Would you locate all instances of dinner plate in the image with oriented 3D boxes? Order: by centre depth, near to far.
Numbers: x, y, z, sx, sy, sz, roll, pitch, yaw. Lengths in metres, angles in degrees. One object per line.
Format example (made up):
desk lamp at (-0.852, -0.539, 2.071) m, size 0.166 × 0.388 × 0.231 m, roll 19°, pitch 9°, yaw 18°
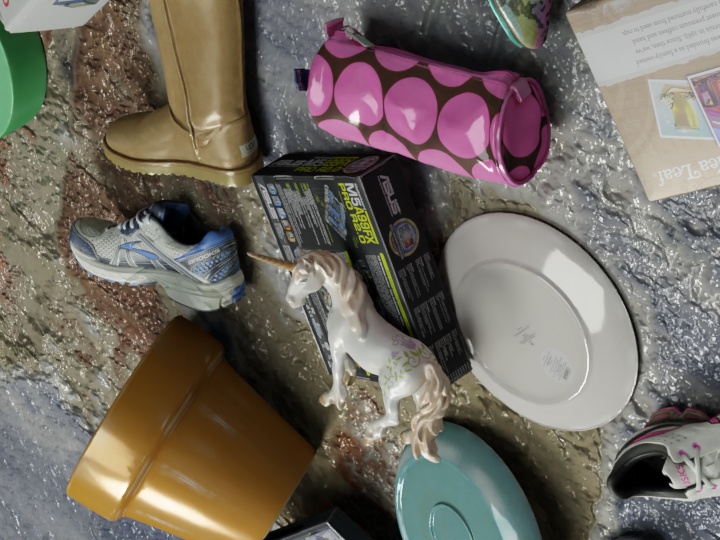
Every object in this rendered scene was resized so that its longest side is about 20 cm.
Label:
dinner plate at (0.136, 0.047, 1.549) m, size 0.199 × 0.024 × 0.201 m, roll 26°, pitch 134°, yaw 29°

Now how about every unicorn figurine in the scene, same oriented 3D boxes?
unicorn figurine at (0.001, 0.064, 1.574) m, size 0.199 × 0.074 × 0.138 m, roll 26°, pitch 129°, yaw 20°

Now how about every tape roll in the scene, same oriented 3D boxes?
tape roll at (-0.392, -0.222, 1.862) m, size 0.200 × 0.048 × 0.202 m, roll 26°, pitch 134°, yaw 30°

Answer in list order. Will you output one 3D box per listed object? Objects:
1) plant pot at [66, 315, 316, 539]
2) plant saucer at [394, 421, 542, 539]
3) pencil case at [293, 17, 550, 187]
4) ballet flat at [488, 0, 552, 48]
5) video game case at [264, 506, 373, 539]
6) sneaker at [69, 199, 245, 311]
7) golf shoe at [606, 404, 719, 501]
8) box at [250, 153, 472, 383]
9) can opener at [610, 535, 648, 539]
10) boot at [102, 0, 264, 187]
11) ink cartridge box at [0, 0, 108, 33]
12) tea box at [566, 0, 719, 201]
plant pot at (-0.149, 0.175, 1.813) m, size 0.183 × 0.201 × 0.201 m, roll 32°, pitch 139°, yaw 1°
plant saucer at (0.089, 0.233, 1.690) m, size 0.200 × 0.027 × 0.202 m, roll 32°, pitch 132°, yaw 45°
pencil case at (0.051, -0.130, 1.459) m, size 0.199 × 0.091 × 0.094 m, roll 18°, pitch 116°, yaw 33°
ballet flat at (0.100, -0.254, 1.340) m, size 0.071 × 0.069 × 0.201 m, roll -21°, pitch 102°, yaw 30°
video game case at (-0.008, 0.321, 1.852) m, size 0.200 × 0.026 × 0.180 m, roll 45°, pitch 143°, yaw -13°
sneaker at (-0.190, -0.032, 1.791) m, size 0.199 × 0.077 × 0.086 m, roll 15°, pitch 118°, yaw 28°
golf shoe at (0.274, 0.141, 1.426) m, size 0.199 × 0.092 × 0.073 m, roll -19°, pitch 102°, yaw 48°
box at (0.000, 0.000, 1.617) m, size 0.160 × 0.044 × 0.201 m, roll 3°, pitch 120°, yaw 53°
can opener at (0.198, 0.277, 1.643) m, size 0.053 × 0.067 × 0.200 m, roll 33°, pitch 152°, yaw -11°
boot at (-0.162, -0.182, 1.653) m, size 0.174 × 0.066 × 0.201 m, roll 10°, pitch 126°, yaw 26°
ink cartridge box at (-0.243, -0.306, 1.590) m, size 0.200 × 0.087 × 0.146 m, roll -31°, pitch 74°, yaw 49°
tea box at (0.269, -0.154, 1.130) m, size 0.199 × 0.196 × 0.134 m, roll -13°, pitch 108°, yaw 48°
